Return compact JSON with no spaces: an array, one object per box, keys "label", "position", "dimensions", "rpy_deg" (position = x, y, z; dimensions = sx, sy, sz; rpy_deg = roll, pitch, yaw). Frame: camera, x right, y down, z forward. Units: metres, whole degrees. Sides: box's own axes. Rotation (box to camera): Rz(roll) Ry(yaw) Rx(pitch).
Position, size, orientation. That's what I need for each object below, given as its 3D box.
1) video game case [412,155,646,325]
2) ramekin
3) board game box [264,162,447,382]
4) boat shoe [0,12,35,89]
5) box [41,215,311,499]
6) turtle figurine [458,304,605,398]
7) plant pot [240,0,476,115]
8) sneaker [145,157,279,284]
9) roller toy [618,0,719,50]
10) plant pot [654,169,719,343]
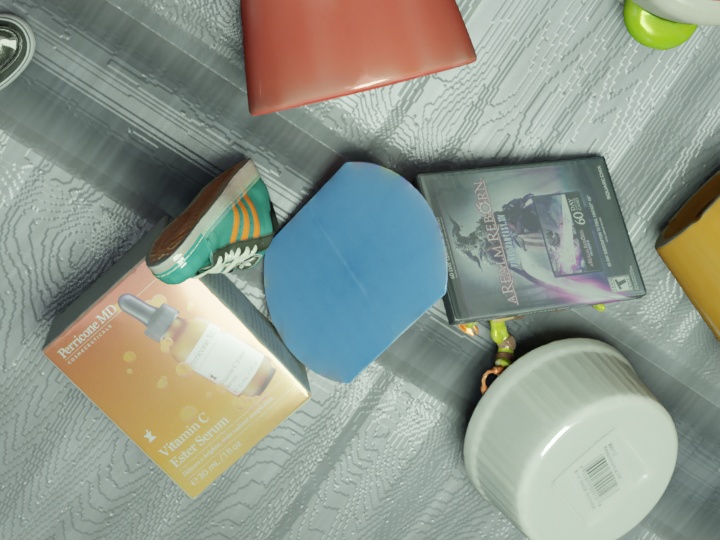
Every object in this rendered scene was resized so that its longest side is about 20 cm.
[{"label":"video game case","position":[0.157,-0.030,1.128],"dimensions":[0.199,0.019,0.144],"rpy_deg":[-7,71,-21]},{"label":"ramekin","position":[0.209,0.176,1.182],"dimensions":[0.199,0.098,0.202],"rpy_deg":[-11,120,-19]},{"label":"board game box","position":[0.000,0.000,1.131],"dimensions":[0.200,0.039,0.158],"rpy_deg":[-45,67,24]},{"label":"boat shoe","position":[-0.380,-0.168,1.059],"dimensions":[0.199,0.066,0.070],"rpy_deg":[-18,107,-2]},{"label":"box","position":[-0.168,0.079,1.133],"dimensions":[0.152,0.106,0.200],"rpy_deg":[-42,106,5]},{"label":"turtle figurine","position":[0.154,0.032,1.184],"dimensions":[0.160,0.064,0.201],"rpy_deg":[-17,108,-9]},{"label":"plant pot","position":[-0.017,-0.238,1.032],"dimensions":[0.199,0.200,0.178],"rpy_deg":[-14,98,-3]},{"label":"sneaker","position":[-0.117,-0.029,1.065],"dimensions":[0.071,0.200,0.080],"rpy_deg":[-27,106,27]},{"label":"roller toy","position":[0.297,-0.311,1.069],"dimensions":[0.182,0.140,0.201],"rpy_deg":[-29,106,1]},{"label":"plant pot","position":[0.386,-0.004,1.150],"dimensions":[0.183,0.200,0.200],"rpy_deg":[43,96,0]}]
